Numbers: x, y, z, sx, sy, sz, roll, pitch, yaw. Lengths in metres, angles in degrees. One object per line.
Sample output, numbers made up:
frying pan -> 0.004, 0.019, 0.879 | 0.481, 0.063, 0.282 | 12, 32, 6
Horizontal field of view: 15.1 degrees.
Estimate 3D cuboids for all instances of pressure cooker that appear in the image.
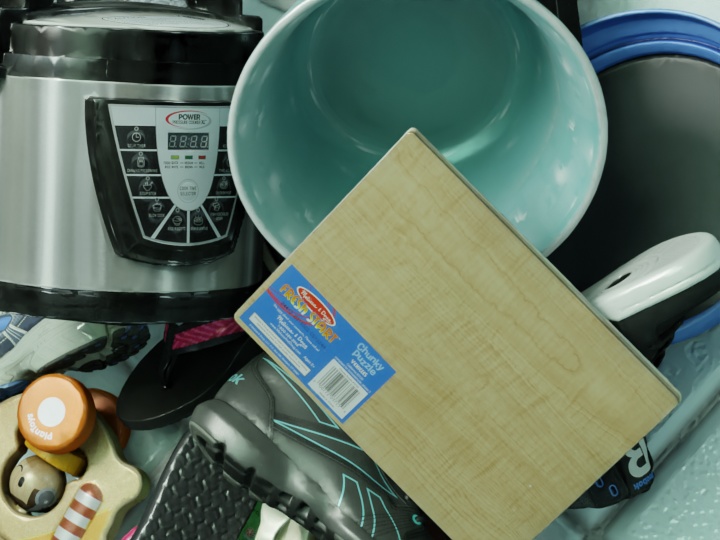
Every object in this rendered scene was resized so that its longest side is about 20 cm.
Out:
pressure cooker -> -0.138, -0.077, 1.508 | 0.177, 0.176, 0.202 | 4, 96, 12

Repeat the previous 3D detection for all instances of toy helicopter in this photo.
toy helicopter -> -0.178, 0.170, 1.636 | 0.132, 0.079, 0.201 | -32, 73, 8

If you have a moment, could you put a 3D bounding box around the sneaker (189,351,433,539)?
sneaker -> 0.001, 0.121, 1.484 | 0.200, 0.075, 0.079 | 41, 72, 6

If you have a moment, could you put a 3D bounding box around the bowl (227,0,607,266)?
bowl -> 0.029, -0.094, 1.462 | 0.200, 0.201, 0.105 | -30, 28, 16

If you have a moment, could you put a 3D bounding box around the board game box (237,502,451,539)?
board game box -> -0.023, 0.149, 1.587 | 0.200, 0.023, 0.105 | 40, 96, 32

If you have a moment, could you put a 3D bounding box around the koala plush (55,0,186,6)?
koala plush -> -0.158, -0.127, 1.664 | 0.199, 0.184, 0.178 | -28, 82, 15

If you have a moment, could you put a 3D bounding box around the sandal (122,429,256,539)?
sandal -> -0.116, 0.178, 1.578 | 0.075, 0.045, 0.201 | 33, 76, -7

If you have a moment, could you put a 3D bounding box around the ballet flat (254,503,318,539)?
ballet flat -> -0.046, 0.176, 1.539 | 0.069, 0.069, 0.201 | 13, 80, 31

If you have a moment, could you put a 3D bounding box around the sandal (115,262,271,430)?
sandal -> -0.073, 0.021, 1.633 | 0.200, 0.045, 0.075 | -37, 36, 9

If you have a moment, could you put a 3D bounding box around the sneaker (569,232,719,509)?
sneaker -> 0.145, 0.063, 1.474 | 0.200, 0.073, 0.112 | -31, 95, 42

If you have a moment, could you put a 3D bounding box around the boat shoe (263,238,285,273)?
boat shoe -> 0.000, 0.000, 1.533 | 0.063, 0.072, 0.200 | -59, 43, 31

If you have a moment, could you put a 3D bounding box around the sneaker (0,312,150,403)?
sneaker -> -0.212, 0.035, 1.679 | 0.199, 0.077, 0.086 | -24, 73, 32

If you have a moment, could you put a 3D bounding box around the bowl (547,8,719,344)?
bowl -> 0.159, -0.049, 1.548 | 0.199, 0.039, 0.202 | -10, 69, 26

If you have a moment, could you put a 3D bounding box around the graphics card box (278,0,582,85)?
graphics card box -> 0.038, -0.127, 1.601 | 0.199, 0.051, 0.126 | -24, 56, 35

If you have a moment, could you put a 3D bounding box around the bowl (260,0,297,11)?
bowl -> -0.028, -0.268, 1.693 | 0.200, 0.090, 0.202 | -10, 68, 25

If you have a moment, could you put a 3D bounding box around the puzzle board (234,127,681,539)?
puzzle board -> 0.050, 0.044, 1.439 | 0.200, 0.017, 0.151 | 45, 114, 0
